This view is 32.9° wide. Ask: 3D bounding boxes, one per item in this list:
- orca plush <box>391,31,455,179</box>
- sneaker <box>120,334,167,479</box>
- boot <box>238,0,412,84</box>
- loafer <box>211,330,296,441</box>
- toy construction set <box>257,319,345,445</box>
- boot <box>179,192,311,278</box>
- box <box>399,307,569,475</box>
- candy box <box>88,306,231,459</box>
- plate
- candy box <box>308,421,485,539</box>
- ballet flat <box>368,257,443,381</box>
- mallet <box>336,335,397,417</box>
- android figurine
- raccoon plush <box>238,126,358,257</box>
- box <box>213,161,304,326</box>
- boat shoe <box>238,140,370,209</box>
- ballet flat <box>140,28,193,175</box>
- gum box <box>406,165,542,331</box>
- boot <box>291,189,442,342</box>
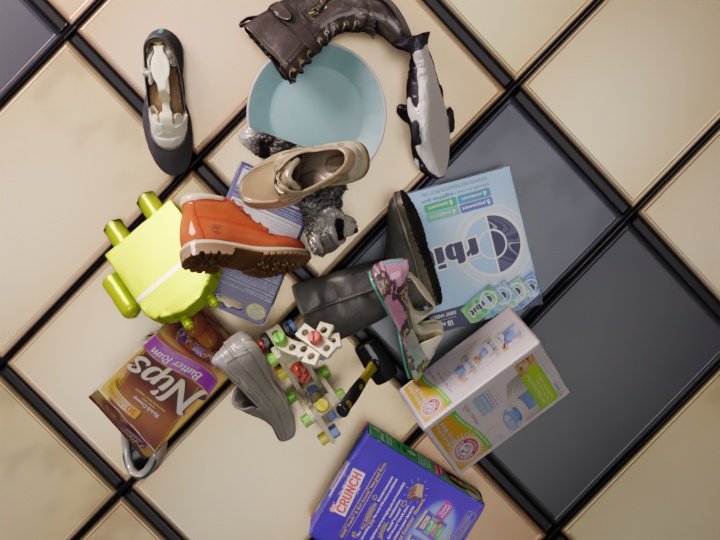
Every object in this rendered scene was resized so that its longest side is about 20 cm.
[{"bbox_3d":[0.071,-0.226,1.696,0.070,0.105,0.202,3,128,35],"label":"orca plush"},{"bbox_3d":[-0.294,0.194,1.698,0.069,0.093,0.203,8,94,-4],"label":"sneaker"},{"bbox_3d":[-0.046,-0.322,1.671,0.199,0.069,0.175,40,78,5],"label":"boot"},{"bbox_3d":[-0.147,0.169,1.684,0.069,0.070,0.201,-33,127,-12],"label":"loafer"},{"bbox_3d":[-0.074,0.140,1.672,0.091,0.202,0.132,-24,52,-17],"label":"toy construction set"},{"bbox_3d":[-0.155,-0.051,1.643,0.198,0.075,0.109,8,57,-37],"label":"boot"},{"bbox_3d":[0.171,0.169,1.700,0.199,0.102,0.113,-36,123,0],"label":"box"},{"bbox_3d":[-0.259,0.145,1.668,0.117,0.056,0.200,48,59,-6],"label":"candy box"},{"bbox_3d":[-0.062,-0.219,1.714,0.197,0.026,0.204,0,94,-3],"label":"plate"},{"bbox_3d":[0.050,0.344,1.738,0.198,0.077,0.170,32,93,-6],"label":"candy box"},{"bbox_3d":[0.071,0.067,1.644,0.070,0.070,0.202,-16,123,8],"label":"ballet flat"},{"bbox_3d":[-0.002,0.143,1.664,0.041,0.200,0.066,-29,91,22],"label":"mallet"},{"bbox_3d":[-0.267,-0.010,1.672,0.182,0.041,0.200,-41,68,0],"label":"android figurine"},{"bbox_3d":[-0.089,-0.102,1.677,0.198,0.096,0.136,22,95,25],"label":"raccoon plush"},{"bbox_3d":[-0.152,-0.036,1.710,0.120,0.032,0.202,23,85,-5],"label":"box"},{"bbox_3d":[-0.085,-0.126,1.589,0.198,0.065,0.073,-12,87,29],"label":"boat shoe"},{"bbox_3d":[-0.270,-0.232,1.680,0.072,0.073,0.203,-4,95,-3],"label":"ballet flat"},{"bbox_3d":[0.153,-0.029,1.730,0.167,0.045,0.203,-15,94,-1],"label":"gum box"},{"bbox_3d":[-0.001,-0.001,1.696,0.197,0.072,0.185,-14,94,19],"label":"boot"}]
